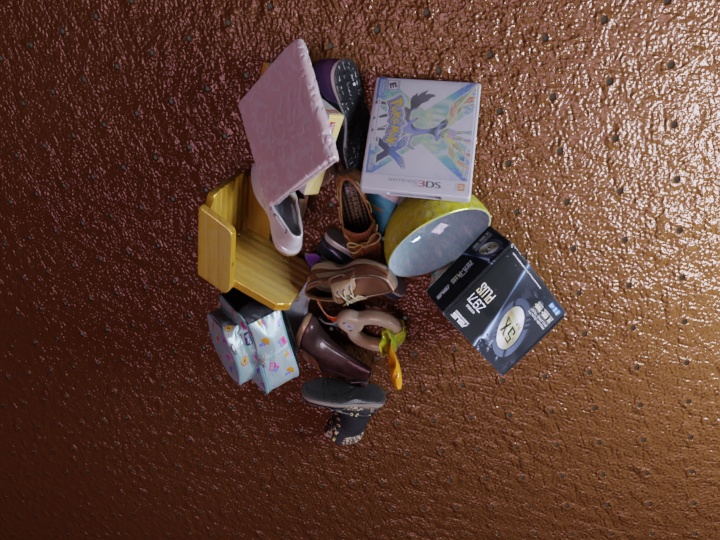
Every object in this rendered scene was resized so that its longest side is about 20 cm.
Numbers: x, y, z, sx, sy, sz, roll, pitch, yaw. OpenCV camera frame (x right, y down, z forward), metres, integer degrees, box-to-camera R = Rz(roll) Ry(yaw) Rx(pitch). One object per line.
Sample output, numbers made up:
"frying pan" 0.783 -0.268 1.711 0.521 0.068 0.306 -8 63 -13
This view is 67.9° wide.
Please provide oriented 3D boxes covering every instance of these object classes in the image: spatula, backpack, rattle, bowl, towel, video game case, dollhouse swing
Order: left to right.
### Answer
"backpack" -0.210 0.143 1.071 0.174 0.151 0.205 18 137 56
"dollhouse swing" -0.181 -0.059 1.000 0.170 0.201 0.187 15 119 8
"towel" -0.122 -0.235 0.882 0.189 0.032 0.206 -26 78 44
"spatula" -0.042 0.041 1.093 0.056 0.021 0.200 -2 137 50
"rattle" -0.009 0.151 1.082 0.194 0.147 0.130 17 159 -11
"video game case" 0.099 -0.216 0.869 0.175 0.022 0.207 6 74 9
"bowl" 0.119 -0.089 0.942 0.199 0.197 0.110 -38 61 27

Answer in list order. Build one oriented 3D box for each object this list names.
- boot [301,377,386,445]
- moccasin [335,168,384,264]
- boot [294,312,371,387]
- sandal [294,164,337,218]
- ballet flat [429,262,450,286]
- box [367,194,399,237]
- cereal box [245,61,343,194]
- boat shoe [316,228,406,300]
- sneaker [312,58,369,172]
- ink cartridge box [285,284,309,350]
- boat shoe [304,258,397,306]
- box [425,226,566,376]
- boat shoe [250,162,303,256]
"boot" -0.053 0.319 1.203 0.193 0.074 0.154 7 126 -23
"moccasin" 0.001 -0.076 0.952 0.071 0.078 0.208 -7 116 6
"boot" -0.049 0.169 1.118 0.162 0.074 0.202 21 152 11
"sandal" -0.078 -0.185 1.000 0.067 0.079 0.215 3 131 -24
"ballet flat" 0.200 0.073 1.036 0.200 0.068 0.068 45 122 -9
"box" 0.045 -0.168 0.970 0.080 0.049 0.204 25 120 2
"cereal box" -0.121 -0.247 0.928 0.200 0.039 0.147 44 125 31
"boat shoe" 0.000 0.000 1.052 0.197 0.075 0.063 34 119 -1
"sneaker" -0.036 -0.270 0.945 0.086 0.075 0.205 20 132 39
"ink cartridge box" -0.185 0.067 1.162 0.157 0.050 0.206 21 111 5
"boat shoe" -0.023 0.031 0.970 0.195 0.075 0.076 -1 137 40
"box" 0.241 0.057 0.947 0.163 0.086 0.200 -43 117 6
"boat shoe" -0.145 -0.132 0.985 0.069 0.069 0.205 -47 61 51
